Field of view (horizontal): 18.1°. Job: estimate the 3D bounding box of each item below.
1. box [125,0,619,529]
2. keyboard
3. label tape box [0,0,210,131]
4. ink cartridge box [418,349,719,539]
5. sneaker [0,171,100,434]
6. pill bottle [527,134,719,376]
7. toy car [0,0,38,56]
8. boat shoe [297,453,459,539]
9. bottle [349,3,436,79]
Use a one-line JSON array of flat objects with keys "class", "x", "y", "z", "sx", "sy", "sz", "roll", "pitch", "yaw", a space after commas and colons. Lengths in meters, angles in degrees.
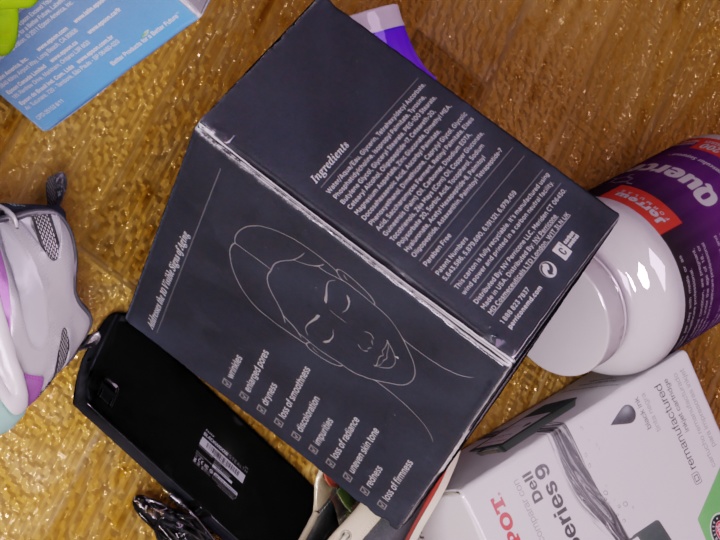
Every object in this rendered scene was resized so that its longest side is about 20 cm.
[{"class": "box", "x": 0.000, "y": 0.000, "z": 1.201, "sx": 0.196, "sy": 0.200, "sz": 0.124, "roll": 36, "pitch": 56, "yaw": 5}, {"class": "keyboard", "x": -0.093, "y": 0.122, "z": 1.271, "sx": 0.200, "sy": 0.040, "sz": 0.104, "roll": 44, "pitch": 38, "yaw": -19}, {"class": "label tape box", "x": -0.188, "y": -0.182, "z": 1.174, "sx": 0.200, "sy": 0.143, "sz": 0.066, "roll": 42, "pitch": 44, "yaw": -21}, {"class": "ink cartridge box", "x": 0.134, "y": 0.157, "z": 1.377, "sx": 0.199, "sy": 0.084, "sz": 0.147, "roll": -28, "pitch": 98, "yaw": -33}, {"class": "sneaker", "x": -0.210, "y": -0.025, "z": 1.190, "sx": 0.140, "sy": 0.078, "sz": 0.201, "roll": -41, "pitch": 110, "yaw": -36}, {"class": "pill bottle", "x": 0.178, "y": -0.006, "z": 1.398, "sx": 0.200, "sy": 0.112, "sz": 0.113, "roll": -27, "pitch": 98, "yaw": -45}, {"class": "toy car", "x": -0.231, "y": -0.065, "z": 1.062, "sx": 0.163, "sy": 0.158, "sz": 0.201, "roll": -5, "pitch": 80, "yaw": -19}, {"class": "boat shoe", "x": 0.003, "y": 0.130, "z": 1.287, "sx": 0.062, "sy": 0.071, "sz": 0.201, "roll": 38, "pitch": 48, "yaw": -16}, {"class": "bottle", "x": 0.029, "y": -0.056, "z": 1.341, "sx": 0.065, "sy": 0.084, "sz": 0.201, "roll": -17, "pitch": 93, "yaw": 5}]
